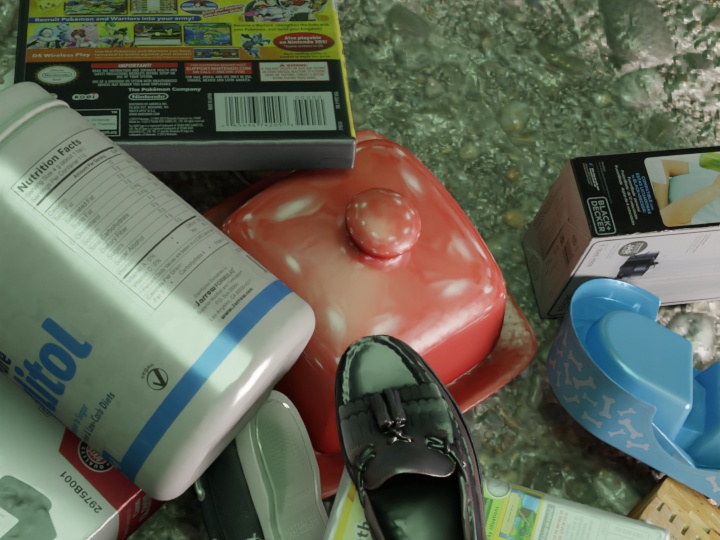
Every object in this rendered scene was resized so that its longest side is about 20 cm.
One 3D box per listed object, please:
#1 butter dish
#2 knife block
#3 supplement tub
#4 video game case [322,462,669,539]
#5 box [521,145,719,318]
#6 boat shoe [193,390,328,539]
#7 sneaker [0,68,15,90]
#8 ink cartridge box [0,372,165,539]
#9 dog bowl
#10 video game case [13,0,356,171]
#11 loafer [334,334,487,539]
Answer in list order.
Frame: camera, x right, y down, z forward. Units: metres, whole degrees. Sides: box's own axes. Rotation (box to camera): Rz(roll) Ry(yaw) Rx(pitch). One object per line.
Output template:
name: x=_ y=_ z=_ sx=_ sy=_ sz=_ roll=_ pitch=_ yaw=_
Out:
butter dish: x=0.000 y=0.000 z=0.977 sx=0.200 sy=0.148 sz=0.200 roll=-30 pitch=75 yaw=-24
knife block: x=0.137 y=0.216 z=0.964 sx=0.064 sy=0.176 sz=0.200 roll=45 pitch=19 yaw=9
supplement tub: x=-0.136 y=0.012 z=0.850 sx=0.200 sy=0.132 sz=0.132 roll=38 pitch=63 yaw=4
video game case: x=0.054 y=0.211 z=0.871 sx=0.181 sy=0.023 sz=0.201 roll=15 pitch=75 yaw=8
box: x=0.219 y=-0.028 z=1.058 sx=0.199 sy=0.117 sz=0.060 roll=-5 pitch=64 yaw=-13
boat shoe: x=-0.049 y=0.171 z=0.933 sx=0.076 sy=0.060 sz=0.201 roll=-1 pitch=77 yaw=-54
sneaker: x=-0.160 y=-0.099 z=1.015 sx=0.085 sy=0.075 sz=0.200 roll=33 pitch=60 yaw=31
ink cartridge box: x=-0.223 y=0.134 z=0.900 sx=0.146 sy=0.083 sz=0.200 roll=43 pitch=63 yaw=8
dog bowl: x=0.204 y=0.083 z=1.011 sx=0.200 sy=0.050 sz=0.112 roll=29 pitch=36 yaw=-9
video game case: x=-0.109 y=-0.129 z=0.993 sx=0.199 sy=0.026 sz=0.181 roll=-1 pitch=46 yaw=-7
loafer: x=0.033 y=0.122 z=0.853 sx=0.072 sy=0.063 sz=0.201 roll=-16 pitch=73 yaw=0
